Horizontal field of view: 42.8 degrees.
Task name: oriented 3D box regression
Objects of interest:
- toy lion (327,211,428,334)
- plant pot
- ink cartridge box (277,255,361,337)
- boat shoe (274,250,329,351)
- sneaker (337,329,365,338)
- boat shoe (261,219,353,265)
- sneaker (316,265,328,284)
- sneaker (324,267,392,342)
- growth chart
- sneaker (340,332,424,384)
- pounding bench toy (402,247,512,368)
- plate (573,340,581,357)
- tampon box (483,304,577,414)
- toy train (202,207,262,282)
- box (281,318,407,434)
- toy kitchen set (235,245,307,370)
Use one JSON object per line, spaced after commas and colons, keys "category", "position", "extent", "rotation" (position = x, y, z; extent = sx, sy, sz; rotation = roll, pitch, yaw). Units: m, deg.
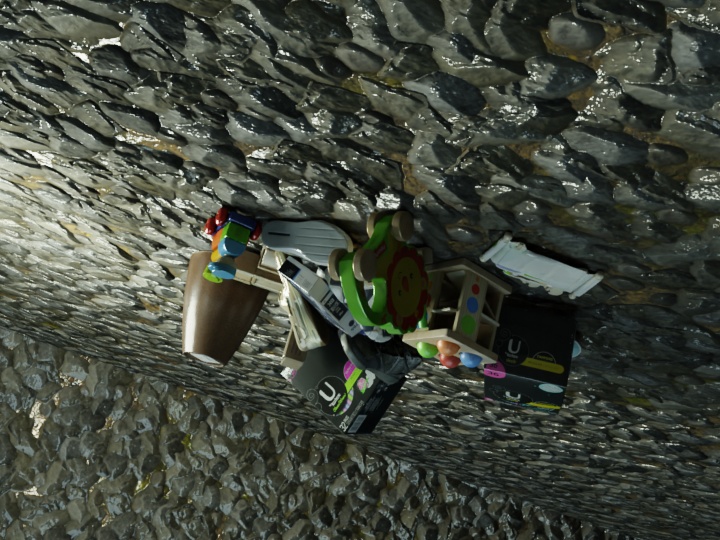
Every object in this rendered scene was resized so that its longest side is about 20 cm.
{"category": "toy lion", "position": [0.043, 0.020, 1.434], "extent": [0.068, 0.200, 0.195], "rotation": [0, 118, 34]}
{"category": "plant pot", "position": [-0.297, 0.091, 1.919], "extent": [0.183, 0.204, 0.187], "rotation": [14, 160, 5]}
{"category": "ink cartridge box", "position": [-0.060, 0.057, 1.634], "extent": [0.099, 0.039, 0.200], "rotation": [32, 169, 44]}
{"category": "boat shoe", "position": [-0.122, 0.052, 1.699], "extent": [0.064, 0.203, 0.072], "rotation": [-18, -170, 21]}
{"category": "sneaker", "position": [0.063, 0.139, 1.826], "extent": [0.196, 0.116, 0.081], "rotation": [7, 131, -31]}
{"category": "boat shoe", "position": [-0.084, -0.050, 1.587], "extent": [0.197, 0.074, 0.062], "rotation": [14, 177, 38]}
{"category": "sneaker", "position": [-0.011, 0.064, 1.772], "extent": [0.197, 0.083, 0.070], "rotation": [26, -170, -16]}
{"category": "sneaker", "position": [0.038, 0.034, 1.602], "extent": [0.128, 0.080, 0.200], "rotation": [-32, 122, 10]}
{"category": "growth chart", "position": [0.289, -0.002, 1.478], "extent": [0.196, 0.018, 0.145], "rotation": [21, 161, -12]}
{"category": "sneaker", "position": [0.048, 0.144, 1.713], "extent": [0.113, 0.077, 0.199], "rotation": [-33, 141, 21]}
{"category": "pounding bench toy", "position": [0.139, 0.068, 1.576], "extent": [0.198, 0.159, 0.123], "rotation": [28, 158, -31]}
{"category": "plate", "position": [0.332, 0.126, 1.782], "extent": [0.196, 0.026, 0.201], "rotation": [15, 160, 5]}
{"category": "tampon box", "position": [0.308, 0.166, 1.677], "extent": [0.147, 0.129, 0.201], "rotation": [11, 160, 13]}
{"category": "toy train", "position": [-0.257, -0.030, 1.683], "extent": [0.083, 0.118, 0.199], "rotation": [23, 159, -20]}
{"category": "box", "position": [-0.035, 0.216, 1.886], "extent": [0.199, 0.150, 0.124], "rotation": [39, -170, 28]}
{"category": "toy kitchen set", "position": [-0.174, 0.061, 1.771], "extent": [0.196, 0.184, 0.163], "rotation": [19, 160, -7]}
